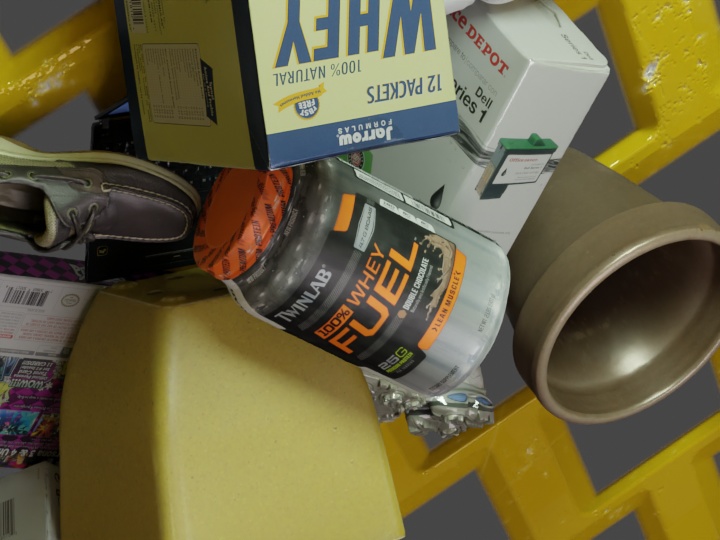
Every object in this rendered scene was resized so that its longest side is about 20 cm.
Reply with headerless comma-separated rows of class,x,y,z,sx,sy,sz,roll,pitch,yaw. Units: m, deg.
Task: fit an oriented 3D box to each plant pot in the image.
plant pot,0.183,-0.006,1.881,0.199,0.175,0.201,-20,138,-19
plant pot,-0.106,0.103,1.698,0.193,0.195,0.202,-12,101,-30

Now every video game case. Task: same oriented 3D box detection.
video game case,-0.235,0.071,1.751,0.199,0.036,0.182,6,124,-41

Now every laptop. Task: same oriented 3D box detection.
laptop,-0.092,-0.074,1.658,0.176,0.103,0.201,-10,121,-29

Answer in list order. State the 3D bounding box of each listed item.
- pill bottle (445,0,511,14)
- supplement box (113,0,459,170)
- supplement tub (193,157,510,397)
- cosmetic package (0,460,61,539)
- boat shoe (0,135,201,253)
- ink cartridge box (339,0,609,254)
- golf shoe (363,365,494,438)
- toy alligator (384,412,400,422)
pill bottle,0.117,-0.255,1.632,0.199,0.114,0.115,-24,140,-16
supplement box,-0.055,-0.172,1.456,0.133,0.199,0.202,-13,101,-28
supplement tub,-0.007,-0.004,1.606,0.199,0.123,0.123,26,113,-24
cosmetic package,-0.219,0.226,1.854,0.107,0.085,0.200,-23,147,29
boat shoe,-0.207,-0.042,1.582,0.198,0.065,0.073,9,136,-9
ink cartridge box,0.075,-0.111,1.719,0.084,0.146,0.201,3,126,-38
golf shoe,0.029,0.077,1.925,0.078,0.098,0.199,-17,159,33
toy alligator,-0.044,0.104,1.923,0.054,0.060,0.199,-5,167,35
